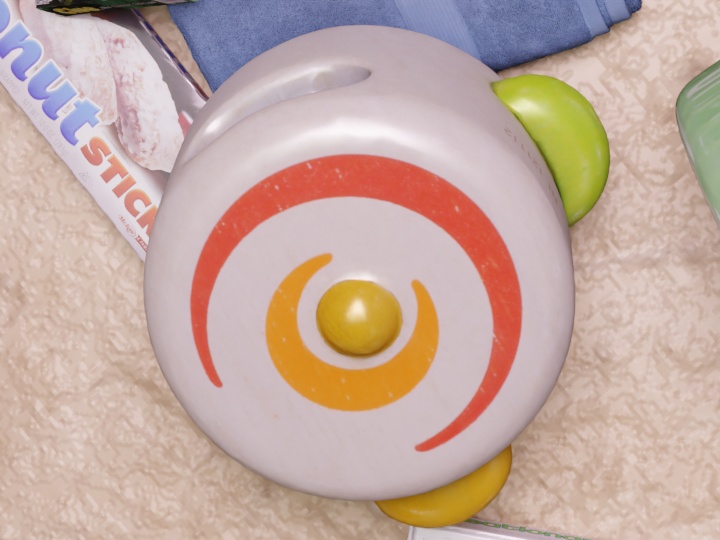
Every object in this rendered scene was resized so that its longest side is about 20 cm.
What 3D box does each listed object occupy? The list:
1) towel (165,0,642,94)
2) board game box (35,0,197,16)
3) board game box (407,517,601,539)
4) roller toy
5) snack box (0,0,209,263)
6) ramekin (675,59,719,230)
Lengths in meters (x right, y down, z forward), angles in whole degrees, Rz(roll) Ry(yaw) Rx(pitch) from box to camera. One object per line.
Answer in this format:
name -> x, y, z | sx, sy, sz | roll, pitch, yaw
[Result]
towel -> 0.019, -0.130, 0.952 | 0.199, 0.049, 0.112 | -19, 120, 10
board game box -> -0.098, -0.217, 0.946 | 0.104, 0.023, 0.202 | 2, 84, 47
board game box -> 0.112, 0.191, 0.973 | 0.199, 0.035, 0.127 | 10, 95, 8
roller toy -> 0.000, 0.000, 0.906 | 0.181, 0.140, 0.201 | 18, 112, -5
snack box -> -0.125, -0.091, 0.999 | 0.072, 0.024, 0.200 | -39, 87, 7
ramekin -> 0.213, -0.019, 0.871 | 0.097, 0.200, 0.201 | -29, 89, 16
